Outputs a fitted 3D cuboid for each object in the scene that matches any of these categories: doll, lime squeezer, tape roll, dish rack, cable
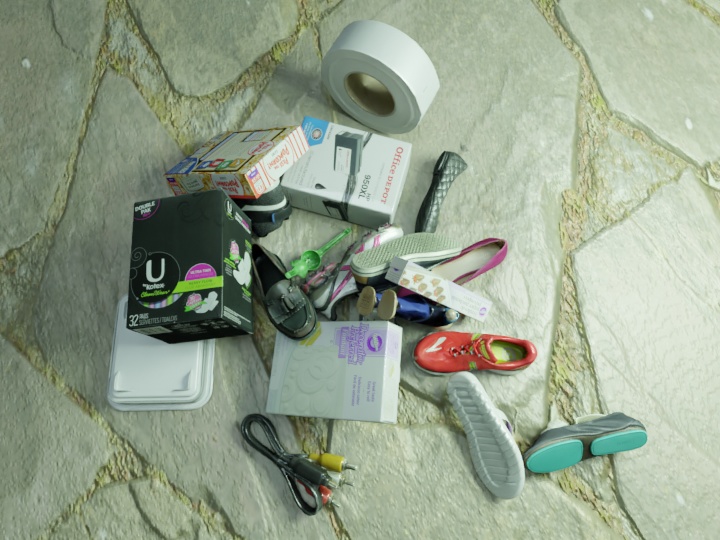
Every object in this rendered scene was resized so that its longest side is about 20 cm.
[{"bbox_3d":[0.082,0.061,0.821,0.136,0.200,0.049,9,85,43],"label":"doll"},{"bbox_3d":[-0.084,-0.013,0.886,0.071,0.200,0.038,-17,104,34],"label":"lime squeezer"},{"bbox_3d":[0.033,-0.333,0.928,0.202,0.202,0.071,28,74,8],"label":"tape roll"},{"bbox_3d":[-0.329,0.124,0.866,0.171,0.044,0.200,-1,72,0],"label":"dish rack"},{"bbox_3d":[-0.106,0.302,0.826,0.200,0.050,0.097,25,91,19],"label":"cable"}]

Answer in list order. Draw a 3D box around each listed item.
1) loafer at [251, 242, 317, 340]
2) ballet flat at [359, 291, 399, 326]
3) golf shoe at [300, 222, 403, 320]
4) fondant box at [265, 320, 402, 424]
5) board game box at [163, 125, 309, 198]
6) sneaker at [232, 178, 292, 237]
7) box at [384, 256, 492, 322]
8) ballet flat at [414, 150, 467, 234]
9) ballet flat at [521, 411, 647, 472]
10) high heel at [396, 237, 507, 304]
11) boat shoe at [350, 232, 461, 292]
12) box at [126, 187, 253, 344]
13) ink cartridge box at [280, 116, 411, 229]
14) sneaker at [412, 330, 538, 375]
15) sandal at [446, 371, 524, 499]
[{"bbox_3d":[-0.136,0.030,0.847,0.072,0.063,0.200,-35,49,-4],"label":"loafer"},{"bbox_3d":[0.030,0.118,0.858,0.072,0.072,0.201,4,72,1],"label":"ballet flat"},{"bbox_3d":[0.000,0.000,0.897,0.200,0.073,0.092,-38,87,-3],"label":"golf shoe"},{"bbox_3d":[-0.041,0.153,0.810,0.200,0.058,0.144,-3,71,26],"label":"fondant box"},{"bbox_3d":[-0.208,-0.182,0.884,0.200,0.046,0.152,7,45,35],"label":"board game box"},{"bbox_3d":[-0.211,-0.107,0.926,0.200,0.112,0.073,3,40,32],"label":"sneaker"},{"bbox_3d":[0.127,0.032,0.834,0.200,0.041,0.039,24,91,-33],"label":"box"},{"bbox_3d":[0.142,-0.123,0.937,0.057,0.066,0.200,24,76,-10],"label":"ballet flat"},{"bbox_3d":[0.338,0.261,0.821,0.200,0.073,0.073,-12,73,-4],"label":"ballet flat"},{"bbox_3d":[0.151,0.004,0.879,0.200,0.096,0.067,-20,74,-7],"label":"high heel"},{"bbox_3d":[0.074,-0.012,0.856,0.200,0.062,0.075,-18,38,-24],"label":"boat shoe"},{"bbox_3d":[-0.255,-0.003,0.812,0.148,0.124,0.200,-7,70,7],"label":"box"},{"bbox_3d":[-0.022,-0.171,0.938,0.200,0.084,0.145,15,74,4],"label":"ink cartridge box"},{"bbox_3d":[0.184,0.126,0.848,0.200,0.085,0.077,-1,72,-1],"label":"sneaker"},{"bbox_3d":[0.204,0.251,0.825,0.050,0.082,0.203,-11,76,-49],"label":"sandal"}]
